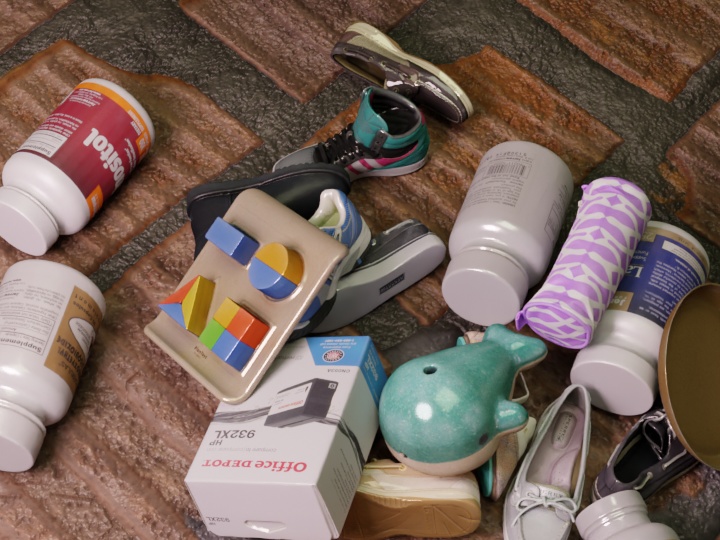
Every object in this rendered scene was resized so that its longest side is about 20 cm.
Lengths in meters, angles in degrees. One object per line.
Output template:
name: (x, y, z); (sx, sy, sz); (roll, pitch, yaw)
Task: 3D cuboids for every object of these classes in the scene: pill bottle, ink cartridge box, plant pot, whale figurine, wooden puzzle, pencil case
pill bottle: (0.284, 0.322, 1.389); (0.104, 0.105, 0.201); (-14, 58, -15)
ink cartridge box: (-0.069, 0.164, 1.419); (0.144, 0.084, 0.201); (-2, 41, 22)
plant pot: (0.377, 0.115, 1.520); (0.199, 0.027, 0.202); (9, 77, -41)
whale figurine: (0.104, 0.114, 1.440); (0.159, 0.104, 0.200); (23, 54, 40)
wooden puzzle: (-0.128, 0.017, 1.468); (0.200, 0.046, 0.185); (-53, 44, -4)
pill bottle: (0.163, -0.040, 1.592); (0.114, 0.115, 0.201); (19, 51, 7)
pencil case: (0.243, -0.012, 1.518); (0.085, 0.084, 0.201); (17, 57, 23)
pill bottle: (-0.346, 0.099, 1.464); (0.114, 0.115, 0.201); (13, 56, 3)
pill bottle: (0.306, 0.053, 1.563); (0.115, 0.116, 0.201); (22, 57, 9)
pill bottle: (-0.332, -0.116, 1.610); (0.112, 0.113, 0.200); (27, 59, 12)

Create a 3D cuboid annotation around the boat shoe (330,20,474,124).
boat shoe: (0.050, -0.234, 1.761); (0.200, 0.073, 0.065); (35, 71, 20)

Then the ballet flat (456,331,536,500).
ballet flat: (0.151, 0.149, 1.513); (0.067, 0.068, 0.201); (-1, 58, -10)

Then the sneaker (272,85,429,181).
sneaker: (-0.007, -0.154, 1.664); (0.199, 0.121, 0.084); (-16, 59, -16)

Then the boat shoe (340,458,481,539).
boat shoe: (0.025, 0.229, 1.450); (0.198, 0.074, 0.069); (4, 35, 5)

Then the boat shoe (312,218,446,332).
boat shoe: (0.000, 0.000, 1.593); (0.199, 0.072, 0.068); (-30, 58, -19)

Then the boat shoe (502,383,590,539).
boat shoe: (0.200, 0.213, 1.475); (0.074, 0.065, 0.203); (20, 57, 8)

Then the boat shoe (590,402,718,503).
boat shoe: (0.323, 0.184, 1.509); (0.073, 0.063, 0.200); (40, 60, 22)

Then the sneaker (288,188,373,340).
sneaker: (-0.058, -0.005, 1.511); (0.075, 0.077, 0.200); (2, 43, 31)

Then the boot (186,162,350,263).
boot: (-0.098, -0.029, 1.596); (0.199, 0.077, 0.169); (-9, 54, -3)
